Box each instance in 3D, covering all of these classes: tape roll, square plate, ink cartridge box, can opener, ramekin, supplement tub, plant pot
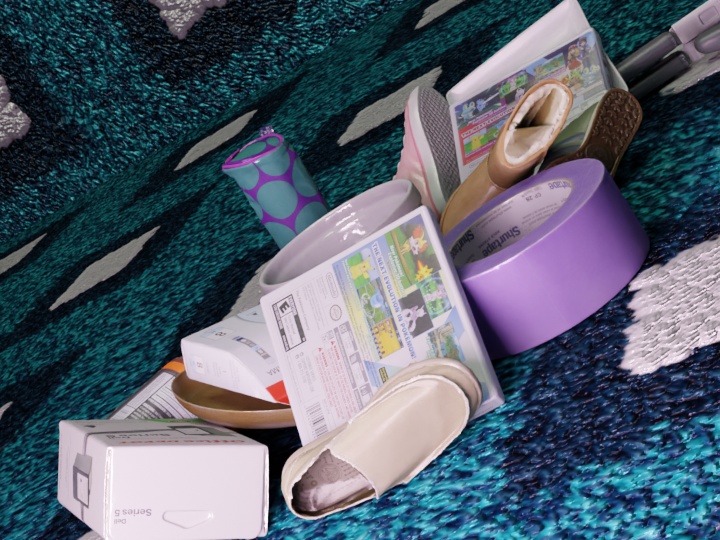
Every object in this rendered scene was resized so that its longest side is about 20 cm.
[{"bbox_3d":[0.157,-0.012,1.429,0.200,0.085,0.200,-31,15,9],"label":"tape roll"},{"bbox_3d":[0.206,-0.203,1.834,0.198,0.028,0.200,-36,42,17],"label":"square plate"},{"bbox_3d":[-0.048,0.072,1.489,0.160,0.047,0.200,-23,22,-40],"label":"ink cartridge box"},{"bbox_3d":[0.357,-0.248,1.804,0.200,0.053,0.066,-33,14,6],"label":"can opener"},{"bbox_3d":[0.000,0.000,1.688,0.200,0.105,0.200,-32,14,9],"label":"ramekin"},{"bbox_3d":[-0.193,0.161,1.594,0.200,0.107,0.107,-42,16,-29],"label":"supplement tub"},{"bbox_3d":[-0.181,0.185,1.408,0.145,0.084,0.200,2,1,-23],"label":"ink cartridge box"},{"bbox_3d":[-0.082,0.114,1.510,0.200,0.028,0.200,-4,15,1],"label":"plant pot"}]

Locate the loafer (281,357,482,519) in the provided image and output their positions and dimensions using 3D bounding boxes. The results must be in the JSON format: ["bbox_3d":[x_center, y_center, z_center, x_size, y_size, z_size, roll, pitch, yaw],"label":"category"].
[{"bbox_3d":[0.016,0.146,1.268,0.200,0.076,0.068,-39,13,21],"label":"loafer"}]

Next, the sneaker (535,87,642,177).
[{"bbox_3d":[0.217,-0.097,1.618,0.200,0.067,0.090,-54,6,-27],"label":"sneaker"}]

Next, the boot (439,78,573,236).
[{"bbox_3d":[0.140,-0.097,1.574,0.175,0.066,0.200,-62,-1,-7],"label":"boot"}]

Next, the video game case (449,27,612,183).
[{"bbox_3d":[0.197,-0.162,1.773,0.200,0.023,0.182,-28,47,26],"label":"video game case"}]

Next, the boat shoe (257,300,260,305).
[{"bbox_3d":[-0.113,0.061,1.829,0.067,0.057,0.200,-18,22,47],"label":"boat shoe"}]

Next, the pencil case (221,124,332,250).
[{"bbox_3d":[-0.086,-0.073,1.919,0.092,0.200,0.085,0,40,48],"label":"pencil case"}]

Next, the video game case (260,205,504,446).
[{"bbox_3d":[0.014,0.067,1.359,0.182,0.022,0.200,-29,58,17],"label":"video game case"}]

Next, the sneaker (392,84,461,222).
[{"bbox_3d":[0.065,-0.121,1.858,0.105,0.075,0.200,-34,51,36],"label":"sneaker"}]
